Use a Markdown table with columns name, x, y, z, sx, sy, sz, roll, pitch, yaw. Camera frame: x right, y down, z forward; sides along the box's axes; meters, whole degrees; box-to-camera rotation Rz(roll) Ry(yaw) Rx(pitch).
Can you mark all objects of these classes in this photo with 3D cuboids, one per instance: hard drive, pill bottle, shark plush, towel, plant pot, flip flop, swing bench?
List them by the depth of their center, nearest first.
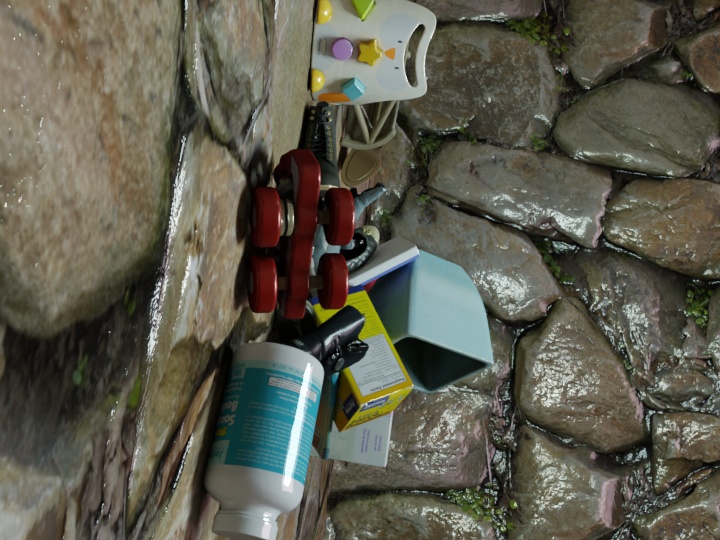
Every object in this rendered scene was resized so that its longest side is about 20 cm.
| name | x | y | z | sx | sy | sz | roll | pitch | yaw |
| --- | --- | --- | --- | --- | --- | --- | --- | --- | --- |
| pill bottle | -0.108 | 0.190 | 0.889 | 0.111 | 0.109 | 0.203 | 91 | 7 | -64 |
| shark plush | -0.032 | -0.060 | 1.235 | 0.200 | 0.083 | 0.091 | -49 | -169 | 10 |
| flip flop | -0.100 | 0.120 | 1.256 | 0.058 | 0.079 | 0.203 | -103 | -169 | -57 |
| towel | -0.085 | 0.201 | 1.356 | 0.147 | 0.021 | 0.203 | 46 | -41 | 42 |
| hard drive | 0.000 | 0.000 | 1.442 | 0.026 | 0.198 | 0.132 | 65 | -6 | -13 |
| plant pot | 0.112 | 0.083 | 1.479 | 0.196 | 0.193 | 0.203 | -35 | -138 | 49 |
| swing bench | 0.035 | -0.399 | 1.753 | 0.202 | 0.127 | 0.201 | 94 | 5 | -52 |

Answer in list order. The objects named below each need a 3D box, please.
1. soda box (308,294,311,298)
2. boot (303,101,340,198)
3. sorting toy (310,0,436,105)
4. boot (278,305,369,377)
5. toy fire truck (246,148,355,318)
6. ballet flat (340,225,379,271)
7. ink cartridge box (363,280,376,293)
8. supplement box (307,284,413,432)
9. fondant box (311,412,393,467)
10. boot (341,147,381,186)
| name | x | y | z | sx | sy | sz | roll | pitch | yaw |
| --- | --- | --- | --- | --- | --- | --- | --- | --- | --- |
| soda box | -0.061 | 0.067 | 1.537 | 0.068 | 0.063 | 0.204 | 24 | 68 | -41 |
| boot | -0.063 | -0.179 | 1.190 | 0.200 | 0.076 | 0.141 | -126 | -141 | -76 |
| sorting toy | 0.020 | -0.336 | 1.219 | 0.107 | 0.177 | 0.203 | -74 | 171 | -66 |
| boot | -0.062 | 0.162 | 1.191 | 0.167 | 0.076 | 0.203 | -25 | 133 | -40 |
| toy fire truck | -0.083 | -0.050 | 0.959 | 0.168 | 0.110 | 0.203 | -122 | -146 | -57 |
| ballet flat | -0.032 | -0.030 | 1.391 | 0.199 | 0.066 | 0.057 | -35 | 147 | -39 |
| ink cartridge box | -0.023 | 0.071 | 1.619 | 0.199 | 0.066 | 0.118 | -19 | -123 | 57 |
| supplement box | -0.016 | 0.145 | 1.345 | 0.202 | 0.107 | 0.110 | 63 | -33 | 22 |
| fondant box | -0.039 | 0.270 | 1.486 | 0.058 | 0.196 | 0.147 | 53 | 45 | -85 |
| boot | -0.011 | -0.244 | 1.857 | 0.155 | 0.076 | 0.202 | -38 | -155 | 58 |
